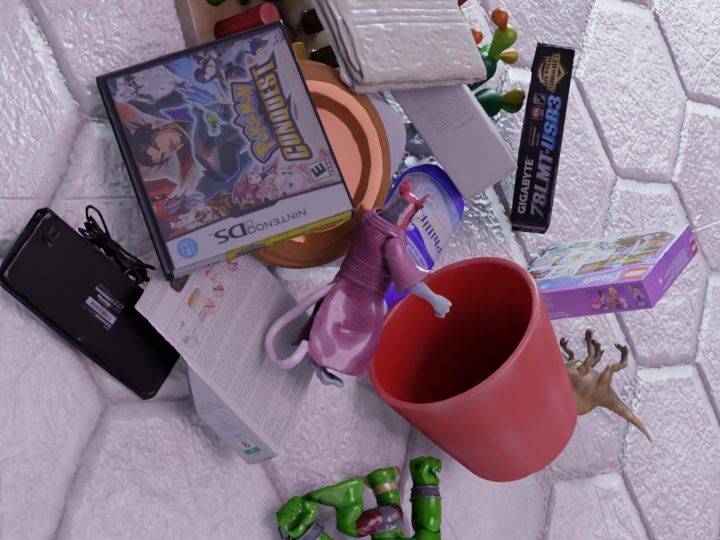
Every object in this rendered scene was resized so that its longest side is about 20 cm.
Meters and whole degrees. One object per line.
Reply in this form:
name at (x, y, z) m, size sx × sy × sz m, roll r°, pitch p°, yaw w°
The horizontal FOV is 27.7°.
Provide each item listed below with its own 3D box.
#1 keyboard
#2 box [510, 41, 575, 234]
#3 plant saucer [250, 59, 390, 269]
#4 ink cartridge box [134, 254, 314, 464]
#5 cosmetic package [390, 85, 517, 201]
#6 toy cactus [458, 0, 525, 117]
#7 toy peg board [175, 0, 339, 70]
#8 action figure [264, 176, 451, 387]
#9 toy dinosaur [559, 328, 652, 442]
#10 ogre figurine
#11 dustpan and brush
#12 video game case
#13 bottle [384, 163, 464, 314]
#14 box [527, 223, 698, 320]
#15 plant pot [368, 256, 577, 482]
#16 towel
keyboard at (-0.229, 0.021, 1.280) m, size 0.200 × 0.040 × 0.104 m, roll 47°, pitch 68°, yaw -38°
box at (0.205, -0.145, 1.664) m, size 0.198 × 0.049 × 0.201 m, roll -3°, pitch 102°, yaw -86°
plant saucer at (-0.052, -0.102, 1.389) m, size 0.199 × 0.037 × 0.202 m, roll -1°, pitch 92°, yaw -30°
ink cartridge box at (-0.126, 0.056, 1.358) m, size 0.200 × 0.050 × 0.161 m, roll 47°, pitch 41°, yaw -22°
cosmetic package at (0.086, -0.179, 1.577) m, size 0.201 × 0.074 × 0.102 m, roll 56°, pitch 10°, yaw -7°
toy cactus at (0.119, -0.222, 1.675) m, size 0.165 × 0.102 × 0.200 m, roll -57°, pitch 150°, yaw -11°
toy peg board at (-0.067, -0.230, 1.463) m, size 0.199 × 0.097 × 0.200 m, roll -19°, pitch 94°, yaw -47°
action figure at (0.000, 0.000, 1.369) m, size 0.148 × 0.134 × 0.201 m, roll 14°, pitch 108°, yaw -31°
toy dinosaur at (0.291, 0.136, 1.810) m, size 0.199 × 0.058 × 0.102 m, roll 30°, pitch 75°, yaw -30°
ogre figurine at (0.014, 0.261, 1.438) m, size 0.200 × 0.098 × 0.121 m, roll -2°, pitch 70°, yaw -59°
dustpan and brush at (0.017, -0.133, 1.546) m, size 0.199 × 0.057 × 0.140 m, roll -12°, pitch 126°, yaw -49°
video game case at (-0.122, -0.111, 1.315) m, size 0.180 × 0.026 × 0.201 m, roll -19°, pitch 75°, yaw -10°
bottle at (0.043, -0.026, 1.557) m, size 0.084 × 0.065 × 0.200 m, roll 55°, pitch 47°, yaw -25°
box at (0.277, 0.006, 1.703) m, size 0.137 × 0.199 × 0.039 m, roll -41°, pitch 114°, yaw -44°
plant pot at (0.132, 0.117, 1.545) m, size 0.178 × 0.199 × 0.201 m, roll 55°, pitch 46°, yaw -37°
towel at (0.037, -0.242, 1.460) m, size 0.199 × 0.034 × 0.133 m, roll -10°, pitch 74°, yaw -44°
